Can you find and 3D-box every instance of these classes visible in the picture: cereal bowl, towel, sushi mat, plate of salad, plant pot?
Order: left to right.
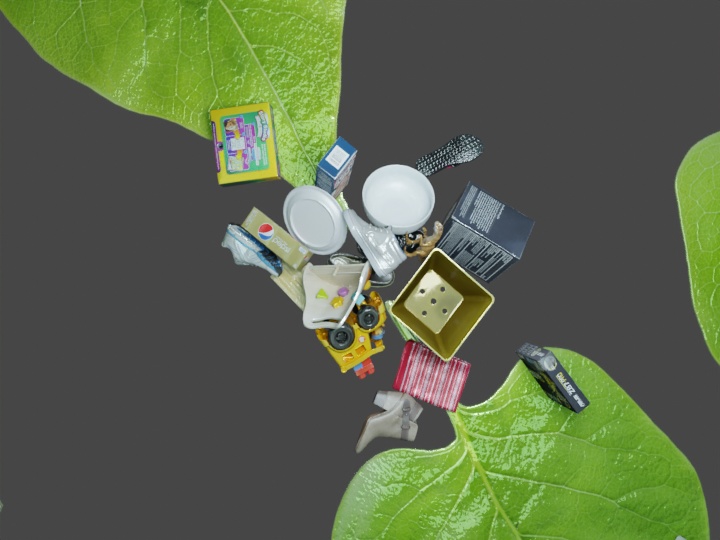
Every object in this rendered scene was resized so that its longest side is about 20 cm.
[{"bbox_3d":[-0.156,0.051,1.487,0.096,0.012,0.200,-44,88,2],"label":"sushi mat"},{"bbox_3d":[-0.120,-0.138,1.437,0.194,0.048,0.206,14,126,20],"label":"plate of salad"},{"bbox_3d":[0.099,-0.179,1.431,0.192,0.084,0.206,1,61,-1],"label":"cereal bowl"},{"bbox_3d":[0.197,0.293,1.475,0.194,0.022,0.149,20,91,1],"label":"towel"},{"bbox_3d":[0.204,0.086,1.398,0.199,0.176,0.202,39,91,2],"label":"plant pot"}]

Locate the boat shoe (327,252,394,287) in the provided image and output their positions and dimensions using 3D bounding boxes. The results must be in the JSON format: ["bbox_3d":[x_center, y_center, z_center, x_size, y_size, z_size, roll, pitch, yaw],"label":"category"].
[{"bbox_3d":[0.000,0.000,1.458,0.193,0.065,0.076,13,88,0],"label":"boat shoe"}]

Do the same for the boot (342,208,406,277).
[{"bbox_3d":[0.040,-0.091,1.355,0.094,0.073,0.203,-34,85,12],"label":"boot"}]

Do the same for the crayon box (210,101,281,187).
[{"bbox_3d":[-0.317,-0.348,1.471,0.166,0.058,0.208,-7,90,0],"label":"crayon box"}]

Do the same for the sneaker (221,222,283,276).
[{"bbox_3d":[-0.302,-0.040,1.470,0.198,0.075,0.088,39,108,6],"label":"sneaker"}]

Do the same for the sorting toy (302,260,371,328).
[{"bbox_3d":[-0.070,0.074,1.382,0.194,0.108,0.183,-2,45,29],"label":"sorting toy"}]

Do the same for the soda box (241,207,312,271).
[{"bbox_3d":[-0.228,-0.085,1.454,0.198,0.068,0.065,39,91,7],"label":"soda box"}]

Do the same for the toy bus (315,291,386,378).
[{"bbox_3d":[0.002,0.184,1.432,0.196,0.136,0.196,-30,107,-1],"label":"toy bus"}]

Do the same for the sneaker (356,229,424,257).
[{"bbox_3d":[0.085,-0.069,1.434,0.193,0.112,0.076,-9,90,1],"label":"sneaker"}]

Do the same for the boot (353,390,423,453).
[{"bbox_3d":[0.082,0.431,1.454,0.143,0.070,0.205,24,91,-1],"label":"boot"}]

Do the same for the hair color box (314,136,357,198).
[{"bbox_3d":[-0.070,-0.250,1.385,0.060,0.200,0.101,36,74,2],"label":"hair color box"}]

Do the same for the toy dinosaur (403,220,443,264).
[{"bbox_3d":[0.161,-0.052,1.381,0.102,0.202,0.062,10,60,-5],"label":"toy dinosaur"}]

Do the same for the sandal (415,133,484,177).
[{"bbox_3d":[0.246,-0.317,1.472,0.195,0.045,0.077,-20,83,16],"label":"sandal"}]

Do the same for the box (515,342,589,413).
[{"bbox_3d":[0.494,0.273,1.379,0.048,0.200,0.163,-35,89,-1],"label":"box"}]

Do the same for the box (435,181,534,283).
[{"bbox_3d":[0.310,-0.092,1.376,0.195,0.201,0.125,32,69,1],"label":"box"}]

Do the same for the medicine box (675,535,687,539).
[{"bbox_3d":[0.915,0.859,1.415,0.196,0.103,0.186,30,90,2],"label":"medicine box"}]
